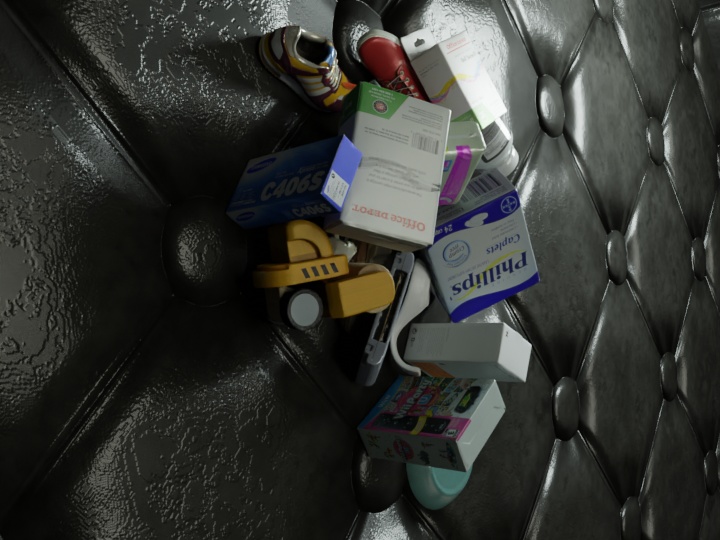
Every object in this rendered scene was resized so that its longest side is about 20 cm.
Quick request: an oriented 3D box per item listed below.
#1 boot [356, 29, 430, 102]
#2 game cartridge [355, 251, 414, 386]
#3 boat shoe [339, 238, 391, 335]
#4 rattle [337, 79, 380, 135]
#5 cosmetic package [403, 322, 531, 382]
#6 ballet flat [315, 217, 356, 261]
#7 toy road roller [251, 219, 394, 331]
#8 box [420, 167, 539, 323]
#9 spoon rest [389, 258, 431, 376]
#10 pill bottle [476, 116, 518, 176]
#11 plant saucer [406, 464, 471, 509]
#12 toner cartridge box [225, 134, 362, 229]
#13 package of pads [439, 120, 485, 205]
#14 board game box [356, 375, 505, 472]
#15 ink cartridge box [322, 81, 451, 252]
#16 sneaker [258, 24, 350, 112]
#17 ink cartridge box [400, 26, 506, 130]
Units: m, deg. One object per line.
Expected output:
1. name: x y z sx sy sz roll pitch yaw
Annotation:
1. boot: 0.073 -0.307 1.325 0.199 0.072 0.146 33 33 -44
2. game cartridge: 0.040 0.081 1.264 0.040 0.134 0.203 20 66 0
3. boat shoe: 0.000 0.000 1.261 0.072 0.067 0.204 10 99 -58
4. rattle: 0.020 -0.277 1.228 0.200 0.128 0.145 53 51 -53
5. cosmetic package: 0.184 0.143 1.361 0.101 0.198 0.073 34 62 -41
6. ballet flat: -0.041 -0.058 1.214 0.067 0.068 0.205 8 81 -49
7. toy road roller: -0.058 -0.003 1.112 0.197 0.122 0.149 -11 97 -28
8. box: 0.202 -0.043 1.384 0.181 0.105 0.202 -25 122 -2
9. spoon rest: 0.086 0.078 1.355 0.100 0.059 0.204 71 25 -70
10. pill bottle: 0.227 -0.268 1.512 0.200 0.109 0.112 46 55 -37
11. plant saucer: 0.156 0.337 1.438 0.198 0.035 0.205 6 82 -49
12. toner cartridge box: -0.093 -0.117 1.058 0.043 0.198 0.096 41 57 -36
13. package of pads: 0.083 -0.163 1.250 0.196 0.155 0.069 -6 63 -15
14. board game box: 0.115 0.242 1.271 0.147 0.197 0.065 -44 118 -42
15. ink cartridge box: 0.037 -0.140 1.100 0.144 0.083 0.204 14 78 -19
16. sneaker: -0.060 -0.304 1.195 0.198 0.089 0.077 22 71 -47
17. ink cartridge box: 0.161 -0.334 1.343 0.117 0.067 0.202 -39 102 -48
